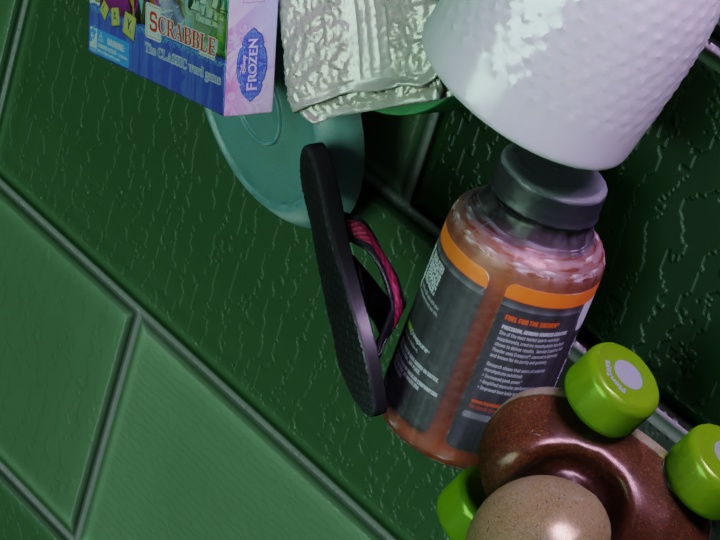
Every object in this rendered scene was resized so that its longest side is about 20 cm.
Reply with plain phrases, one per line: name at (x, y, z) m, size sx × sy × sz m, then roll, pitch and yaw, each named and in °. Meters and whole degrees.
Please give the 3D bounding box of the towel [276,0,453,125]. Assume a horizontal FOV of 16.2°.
towel at (-0.002, -0.200, 1.623) m, size 0.132 × 0.034 × 0.201 m, roll -9°, pitch 89°, yaw 36°

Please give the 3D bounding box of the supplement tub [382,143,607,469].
supplement tub at (0.089, 0.021, 1.598) m, size 0.107 × 0.107 × 0.201 m, roll 43°, pitch 126°, yaw 34°

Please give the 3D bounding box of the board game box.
board game box at (-0.120, -0.224, 1.706) m, size 0.200 × 0.041 × 0.201 m, roll 26°, pitch 118°, yaw 53°

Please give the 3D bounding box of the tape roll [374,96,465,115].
tape roll at (0.035, -0.203, 1.660) m, size 0.200 × 0.048 × 0.202 m, roll 10°, pitch 104°, yaw 46°

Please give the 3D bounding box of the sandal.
sandal at (0.000, 0.000, 1.635) m, size 0.075 × 0.045 × 0.201 m, roll 102°, pitch 159°, yaw -55°

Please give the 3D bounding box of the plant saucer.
plant saucer at (-0.063, -0.120, 1.753) m, size 0.200 × 0.027 × 0.201 m, roll 41°, pitch 142°, yaw 42°

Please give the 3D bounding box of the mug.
mug at (0.129, -0.190, 1.494) m, size 0.176 × 0.147 × 0.200 m, roll -56°, pitch 49°, yaw 29°

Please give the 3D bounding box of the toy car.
toy car at (0.122, 0.173, 1.495) m, size 0.158 × 0.200 × 0.164 m, roll 38°, pitch 125°, yaw -6°
